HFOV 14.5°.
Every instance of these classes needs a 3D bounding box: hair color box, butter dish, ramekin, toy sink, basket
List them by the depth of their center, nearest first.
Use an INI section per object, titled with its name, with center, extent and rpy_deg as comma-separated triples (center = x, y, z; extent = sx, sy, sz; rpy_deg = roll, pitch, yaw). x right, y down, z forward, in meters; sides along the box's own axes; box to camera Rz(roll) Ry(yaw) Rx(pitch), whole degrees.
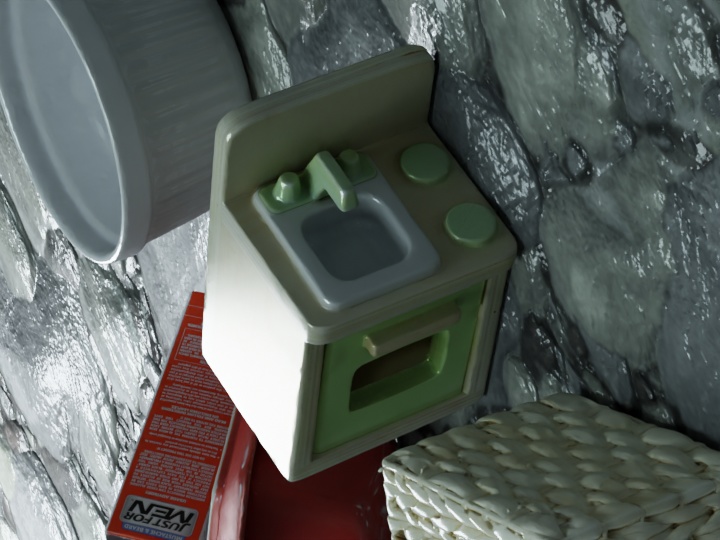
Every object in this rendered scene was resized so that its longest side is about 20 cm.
[basket]
center = 0.110, 0.148, 1.394
extent = 0.200, 0.135, 0.124
rpy_deg = 21, 125, 61
[toy sink]
center = 0.000, 0.000, 1.513
extent = 0.112, 0.130, 0.201
rpy_deg = 54, 153, 31
[butter dish]
center = -0.016, 0.171, 1.700
extent = 0.200, 0.147, 0.201
rpy_deg = -81, -2, -68
[ramekin]
center = -0.148, -0.114, 1.781
extent = 0.200, 0.104, 0.201
rpy_deg = 48, 150, 40
[hair color box]
center = -0.107, 0.127, 1.808
extent = 0.111, 0.063, 0.201
rpy_deg = 95, -169, -50
